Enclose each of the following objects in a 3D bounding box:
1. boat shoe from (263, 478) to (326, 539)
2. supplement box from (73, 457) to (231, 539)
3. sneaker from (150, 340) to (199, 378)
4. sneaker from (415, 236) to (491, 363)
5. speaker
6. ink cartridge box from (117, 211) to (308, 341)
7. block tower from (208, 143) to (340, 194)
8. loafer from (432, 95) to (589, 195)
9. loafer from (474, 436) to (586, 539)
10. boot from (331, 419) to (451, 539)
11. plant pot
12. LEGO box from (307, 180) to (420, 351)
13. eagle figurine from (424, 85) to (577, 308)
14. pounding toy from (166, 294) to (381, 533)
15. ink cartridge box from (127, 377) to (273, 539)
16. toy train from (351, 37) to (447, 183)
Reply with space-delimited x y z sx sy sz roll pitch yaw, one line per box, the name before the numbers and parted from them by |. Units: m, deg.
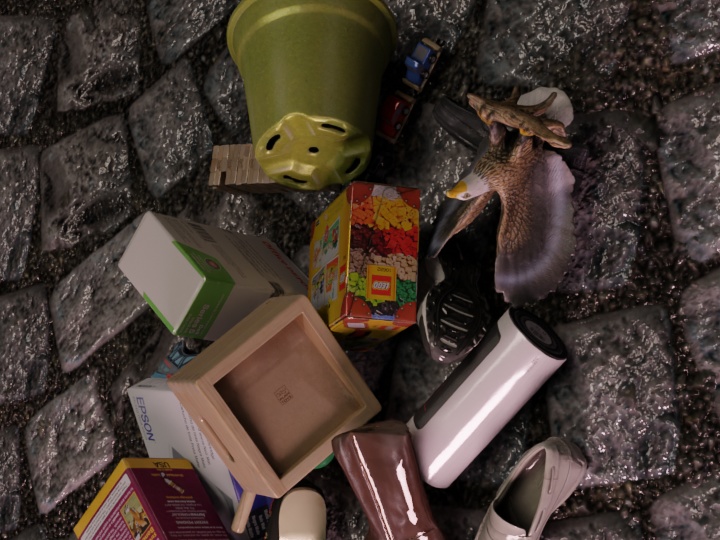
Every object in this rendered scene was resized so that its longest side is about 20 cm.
boat shoe | -0.077 0.337 1.743 0.063 0.074 0.202 -136 54 -78
supplement box | -0.223 0.327 1.737 0.131 0.103 0.200 -52 52 26
sneaker | -0.168 0.134 1.859 0.200 0.079 0.096 16 68 29
sneaker | 0.090 0.041 1.627 0.079 0.074 0.200 -59 13 29
speaker | 0.124 0.135 1.599 0.200 0.081 0.081 -50 51 21
ink cartridge box | -0.161 0.016 1.803 0.146 0.200 0.084 45 112 39
block tower | -0.106 -0.127 1.890 0.200 0.054 0.058 -1 79 42
loafer | 0.163 -0.146 1.644 0.201 0.068 0.070 34 105 34
loafer | 0.153 0.253 1.548 0.070 0.070 0.200 38 106 40
boot | 0.000 0.245 1.615 0.186 0.064 0.200 -12 116 29
plant pot | -0.055 -0.200 1.736 0.200 0.200 0.184 -29 46 33
LEGO box | 0.000 0.000 1.680 0.200 0.077 0.149 143 131 -72
eagle figurine | 0.144 -0.085 1.561 0.152 0.151 0.200 -97 6 -52
pounding toy | -0.100 0.161 1.674 0.184 0.200 0.142 -39 13 -22
ink cartridge box | -0.173 0.224 1.803 0.200 0.041 0.200 -2 110 42
toy train | 0.042 -0.183 1.776 0.034 0.046 0.200 37 104 41
